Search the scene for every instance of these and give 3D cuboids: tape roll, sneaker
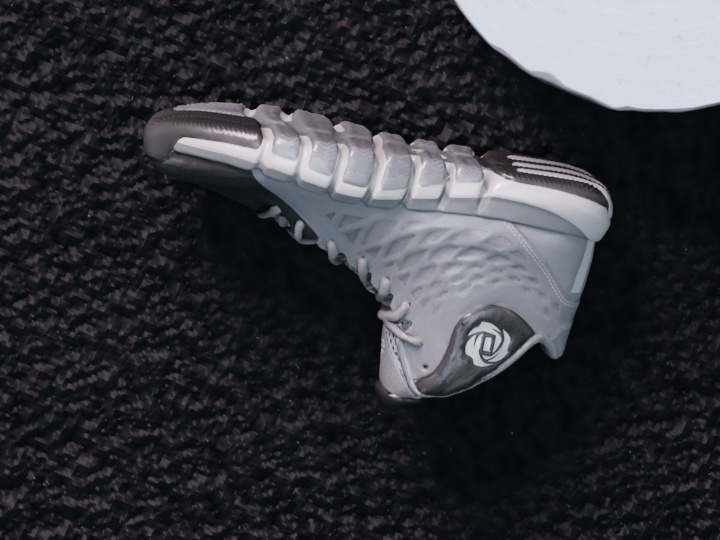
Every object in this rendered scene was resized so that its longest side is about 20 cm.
[{"bbox_3d":[0.122,-0.167,1.220,0.200,0.066,0.201,0,100,0],"label":"tape roll"},{"bbox_3d":[0.000,0.000,1.249,0.199,0.075,0.116,11,103,-2],"label":"sneaker"}]
